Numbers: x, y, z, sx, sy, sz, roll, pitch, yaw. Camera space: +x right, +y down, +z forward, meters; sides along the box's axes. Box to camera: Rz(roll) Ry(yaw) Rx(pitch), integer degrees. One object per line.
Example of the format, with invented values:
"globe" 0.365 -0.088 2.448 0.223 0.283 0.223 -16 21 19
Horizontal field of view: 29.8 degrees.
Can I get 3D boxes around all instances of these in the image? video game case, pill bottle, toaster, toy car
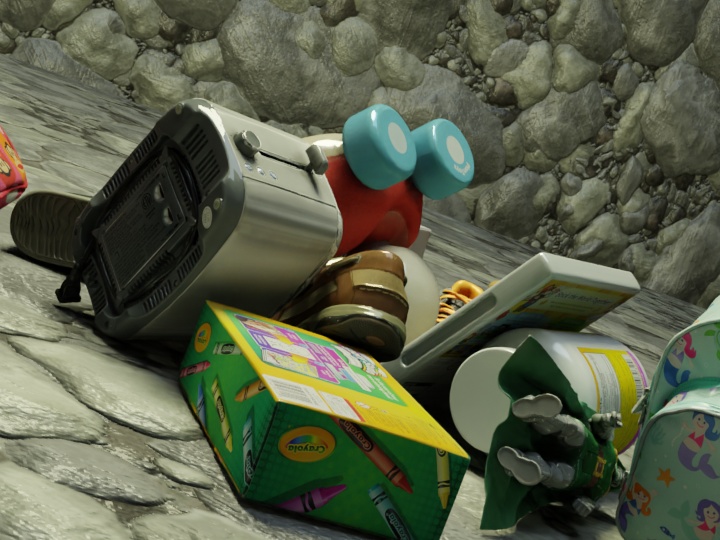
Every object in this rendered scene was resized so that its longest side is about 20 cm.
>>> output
"video game case" 0.110 0.050 1.052 0.199 0.181 0.023 9 49 -60
"pill bottle" 0.142 0.097 1.019 0.104 0.105 0.199 25 8 29
"toaster" -0.106 -0.022 0.934 0.128 0.200 0.114 9 46 -46
"toy car" 0.000 0.000 1.080 0.183 0.202 0.176 -24 -15 31

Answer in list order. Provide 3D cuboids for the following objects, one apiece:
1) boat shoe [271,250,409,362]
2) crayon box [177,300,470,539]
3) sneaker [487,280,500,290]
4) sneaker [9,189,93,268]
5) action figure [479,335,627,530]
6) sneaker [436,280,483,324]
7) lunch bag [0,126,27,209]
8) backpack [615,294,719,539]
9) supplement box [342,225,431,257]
"boat shoe" -0.015 0.029 0.980 0.075 0.075 0.200 21 -16 -22
"crayon box" -0.029 0.085 0.798 0.118 0.059 0.200 19 8 -21
"sneaker" 0.146 0.087 1.265 0.074 0.089 0.200 8 -22 25
"sneaker" -0.173 -0.022 1.091 0.198 0.076 0.106 21 7 2
"action figure" 0.138 0.122 0.889 0.054 0.119 0.200 16 -6 29
"sneaker" 0.080 0.055 1.253 0.078 0.078 0.200 23 9 2
"lunch bag" -0.324 -0.108 0.952 0.177 0.081 0.200 58 5 -7
"backpack" 0.266 0.116 0.880 0.176 0.202 0.150 26 29 28
"supplement box" -0.041 -0.018 1.255 0.199 0.110 0.061 22 8 34
